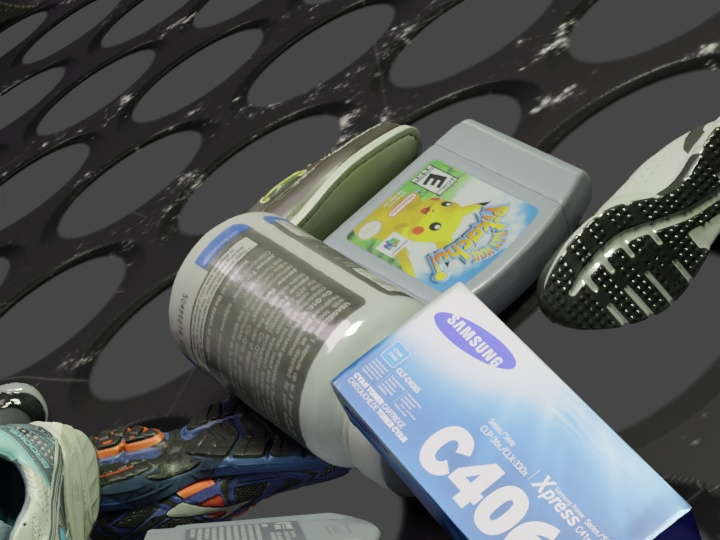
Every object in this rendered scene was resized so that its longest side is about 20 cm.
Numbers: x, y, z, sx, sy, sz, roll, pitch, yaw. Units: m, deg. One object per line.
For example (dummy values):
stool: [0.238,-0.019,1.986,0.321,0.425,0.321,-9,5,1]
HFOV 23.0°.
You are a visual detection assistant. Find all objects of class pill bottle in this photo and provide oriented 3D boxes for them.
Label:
pill bottle: [-0.019,0.051,1.095,0.114,0.114,0.200,-41,47,-19]

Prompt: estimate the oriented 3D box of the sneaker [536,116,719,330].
sneaker: [0.187,-0.028,1.122,0.200,0.074,0.080,-37,8,-18]

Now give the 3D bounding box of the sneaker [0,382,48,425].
sneaker: [-0.309,0.176,1.358,0.200,0.076,0.114,-44,25,-10]

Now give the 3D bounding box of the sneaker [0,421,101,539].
sneaker: [-0.202,0.187,1.066,0.077,0.086,0.201,-25,66,27]

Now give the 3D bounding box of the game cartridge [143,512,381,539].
game cartridge: [-0.054,0.160,0.959,0.132,0.041,0.200,-8,-2,-4]

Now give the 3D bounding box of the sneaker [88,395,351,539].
sneaker: [-0.097,0.136,1.155,0.199,0.079,0.075,-11,32,8]

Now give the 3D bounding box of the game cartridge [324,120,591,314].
game cartridge: [0.060,-0.019,1.220,0.133,0.041,0.200,30,62,36]

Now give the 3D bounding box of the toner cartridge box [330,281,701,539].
toner cartridge box: [0.077,0.099,0.921,0.095,0.043,0.200,-37,49,-10]

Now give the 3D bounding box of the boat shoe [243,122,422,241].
boat shoe: [-0.039,-0.042,1.265,0.060,0.072,0.201,31,66,36]
